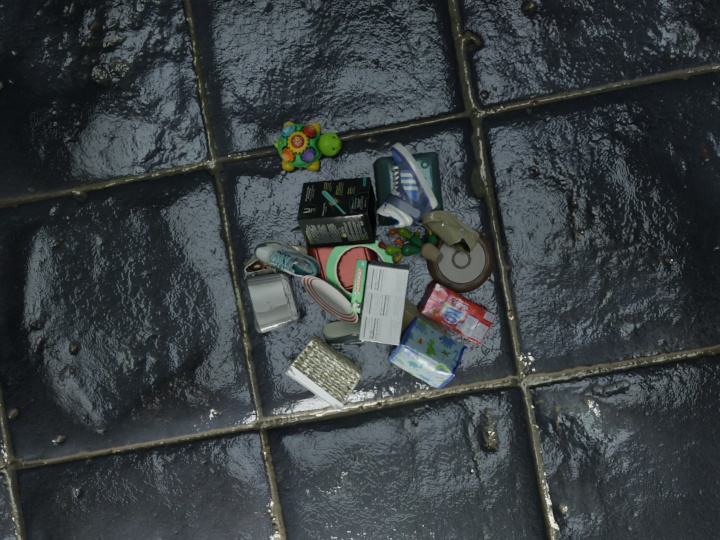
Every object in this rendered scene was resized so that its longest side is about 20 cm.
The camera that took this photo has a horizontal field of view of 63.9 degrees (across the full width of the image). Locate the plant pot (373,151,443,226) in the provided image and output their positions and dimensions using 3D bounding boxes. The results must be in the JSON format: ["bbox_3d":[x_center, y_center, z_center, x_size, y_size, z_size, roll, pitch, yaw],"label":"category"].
[{"bbox_3d":[0.139,-0.239,1.628,0.195,0.200,0.197,-6,90,2],"label":"plant pot"}]

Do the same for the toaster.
[{"bbox_3d":[-0.255,0.095,1.691,0.129,0.114,0.201,-15,94,0],"label":"toaster"}]

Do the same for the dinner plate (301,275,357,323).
[{"bbox_3d":[-0.084,0.078,1.648,0.200,0.200,0.024,38,68,2],"label":"dinner plate"}]

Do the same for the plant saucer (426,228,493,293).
[{"bbox_3d":[0.296,-0.032,1.707,0.199,0.034,0.201,0,91,2],"label":"plant saucer"}]

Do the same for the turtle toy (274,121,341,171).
[{"bbox_3d":[-0.155,-0.368,1.688,0.199,0.101,0.147,1,91,2],"label":"turtle toy"}]

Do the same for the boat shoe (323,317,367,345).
[{"bbox_3d":[-0.010,0.187,1.718,0.199,0.073,0.062,-4,134,-4],"label":"boat shoe"}]

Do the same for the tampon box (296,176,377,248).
[{"bbox_3d":[-0.062,-0.162,1.633,0.199,0.127,0.150,-3,52,11],"label":"tampon box"}]

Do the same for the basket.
[{"bbox_3d":[-0.101,0.292,1.676,0.200,0.136,0.124,35,90,1],"label":"basket"}]

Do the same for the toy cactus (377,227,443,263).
[{"bbox_3d":[0.164,-0.063,1.635,0.199,0.165,0.103,-10,124,-37],"label":"toy cactus"}]

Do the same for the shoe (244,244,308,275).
[{"bbox_3d":[-0.251,-0.027,1.719,0.199,0.053,0.070,-17,90,3],"label":"shoe"}]

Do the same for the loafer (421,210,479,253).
[{"bbox_3d":[0.253,-0.106,1.617,0.199,0.076,0.069,22,62,-24],"label":"loafer"}]

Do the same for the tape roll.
[{"bbox_3d":[0.000,0.000,1.676,0.199,0.048,0.202,0,91,3],"label":"tape roll"}]

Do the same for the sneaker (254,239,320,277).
[{"bbox_3d":[-0.208,-0.031,1.654,0.199,0.086,0.078,17,100,-7],"label":"sneaker"}]

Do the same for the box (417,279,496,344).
[{"bbox_3d":[0.275,0.119,1.669,0.199,0.095,0.100,28,93,-4],"label":"box"}]

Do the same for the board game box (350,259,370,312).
[{"bbox_3d":[0.002,0.038,1.553,0.029,0.200,0.135,8,91,4],"label":"board game box"}]

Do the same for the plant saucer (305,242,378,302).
[{"bbox_3d":[-0.047,-0.020,1.720,0.199,0.037,0.201,-15,91,3],"label":"plant saucer"}]

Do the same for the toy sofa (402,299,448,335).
[{"bbox_3d":[0.155,0.165,1.699,0.200,0.098,0.083,36,115,1],"label":"toy sofa"}]

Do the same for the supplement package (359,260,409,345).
[{"bbox_3d":[0.067,0.082,1.563,0.110,0.156,0.201,8,96,4],"label":"supplement package"}]

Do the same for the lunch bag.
[{"bbox_3d":[0.176,0.240,1.602,0.170,0.200,0.128,31,56,4],"label":"lunch bag"}]

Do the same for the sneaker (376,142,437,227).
[{"bbox_3d":[0.092,-0.210,1.490,0.146,0.081,0.201,-32,95,-2],"label":"sneaker"}]
